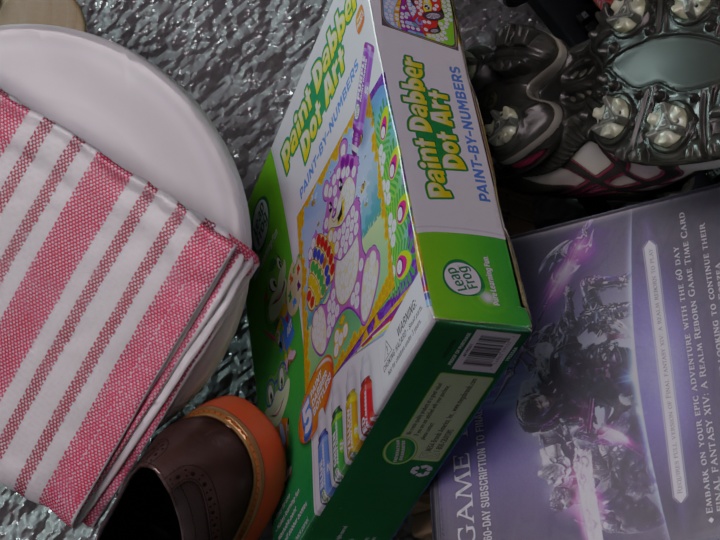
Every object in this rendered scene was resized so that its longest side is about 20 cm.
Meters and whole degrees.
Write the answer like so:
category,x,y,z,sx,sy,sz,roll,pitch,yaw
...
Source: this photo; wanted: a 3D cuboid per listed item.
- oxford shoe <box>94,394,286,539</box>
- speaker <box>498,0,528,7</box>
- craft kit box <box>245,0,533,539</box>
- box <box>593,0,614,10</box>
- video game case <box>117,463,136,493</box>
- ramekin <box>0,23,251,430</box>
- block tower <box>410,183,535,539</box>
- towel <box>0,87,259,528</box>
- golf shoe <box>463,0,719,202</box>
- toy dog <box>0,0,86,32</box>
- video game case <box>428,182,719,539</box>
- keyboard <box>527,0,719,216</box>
category,x,y,z,sx,sy,sz,roll,pitch,yaw
oxford shoe,-0.098,0.145,0.728,0.071,0.072,0.200,32,120,25
speaker,0.013,-0.203,0.685,0.200,0.081,0.081,42,94,11
craft kit box,0.000,0.000,0.702,0.200,0.048,0.198,117,154,-47
box,0.159,-0.148,0.710,0.095,0.103,0.200,-20,55,-17
video game case,-0.197,0.005,0.837,0.200,0.024,0.182,10,92,7
ramekin,-0.144,-0.011,0.770,0.202,0.094,0.203,0,91,7
block tower,0.045,0.018,0.742,0.058,0.054,0.200,-25,58,42
towel,-0.161,0.000,0.713,0.200,0.030,0.146,33,97,7
golf shoe,0.119,-0.067,0.665,0.200,0.088,0.077,1,73,53
toy dog,-0.206,-0.068,0.905,0.200,0.096,0.132,-42,14,16
video game case,0.117,0.040,0.638,0.200,0.019,0.143,-15,64,26
keyboard,0.134,-0.076,0.761,0.127,0.021,0.200,-39,56,9
